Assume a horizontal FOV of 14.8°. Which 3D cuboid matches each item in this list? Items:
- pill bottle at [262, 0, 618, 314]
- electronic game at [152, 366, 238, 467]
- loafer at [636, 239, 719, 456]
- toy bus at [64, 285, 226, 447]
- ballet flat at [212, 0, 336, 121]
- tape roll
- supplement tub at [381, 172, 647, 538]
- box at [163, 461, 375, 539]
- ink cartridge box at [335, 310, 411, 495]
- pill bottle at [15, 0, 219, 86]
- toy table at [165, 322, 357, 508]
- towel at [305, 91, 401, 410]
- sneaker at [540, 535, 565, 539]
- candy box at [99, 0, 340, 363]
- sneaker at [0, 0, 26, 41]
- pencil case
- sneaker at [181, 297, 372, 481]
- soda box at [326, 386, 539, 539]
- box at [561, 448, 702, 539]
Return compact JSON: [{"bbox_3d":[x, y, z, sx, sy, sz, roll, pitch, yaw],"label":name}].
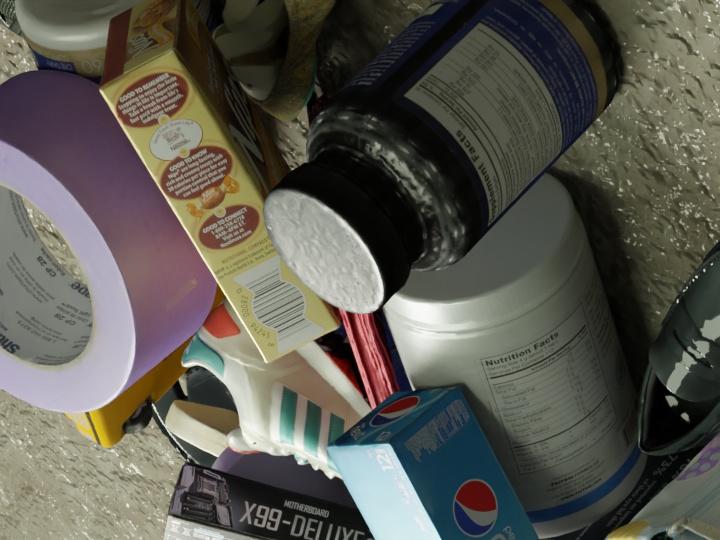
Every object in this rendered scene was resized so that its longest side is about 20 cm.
[{"bbox_3d":[0.042,-0.072,1.507,0.112,0.200,0.112,33,150,22],"label":"pill bottle"},{"bbox_3d":[-0.095,0.096,2.082,0.199,0.042,0.201,27,140,25],"label":"electronic game"},{"bbox_3d":[0.201,0.046,1.576,0.068,0.070,0.201,46,153,20],"label":"loafer"},{"bbox_3d":[-0.134,0.022,1.868,0.078,0.200,0.065,27,151,30],"label":"toy bus"},{"bbox_3d":[-0.056,-0.149,1.679,0.071,0.071,0.200,41,151,9],"label":"ballet flat"},{"bbox_3d":[-0.191,-0.018,1.730,0.199,0.085,0.201,23,132,27],"label":"tape roll"},{"bbox_3d":[0.092,0.051,1.675,0.131,0.132,0.201,18,141,41],"label":"supplement tub"},{"bbox_3d":[-0.037,0.218,1.828,0.198,0.050,0.158,14,134,2],"label":"box"},{"bbox_3d":[0.044,0.115,1.835,0.201,0.119,0.042,58,174,-19],"label":"ink cartridge box"},{"bbox_3d":[-0.136,-0.111,1.787,0.119,0.120,0.201,21,143,39],"label":"pill bottle"},{"bbox_3d":[-0.032,0.140,1.917,0.199,0.184,0.117,27,-168,-34],"label":"toy table"},{"bbox_3d":[0.000,0.000,1.723,0.201,0.022,0.145,-99,-6,-49],"label":"towel"},{"bbox_3d":[0.131,0.180,1.780,0.082,0.071,0.199,-2,171,41],"label":"sneaker"},{"bbox_3d":[-0.081,-0.058,1.644,0.201,0.055,0.116,60,-170,-23],"label":"candy box"},{"bbox_3d":[-0.208,-0.211,1.806,0.114,0.076,0.200,35,153,17],"label":"sneaker"},{"bbox_3d":[0.221,0.116,1.513,0.083,0.200,0.091,27,149,44],"label":"pencil case"},{"bbox_3d":[-0.031,0.097,1.766,0.200,0.093,0.070,49,-168,-1],"label":"sneaker"},{"bbox_3d":[0.063,0.170,1.639,0.068,0.064,0.201,-8,113,54],"label":"soda box"},{"bbox_3d":[0.221,0.198,1.671,0.199,0.148,0.105,10,136,49],"label":"box"}]
